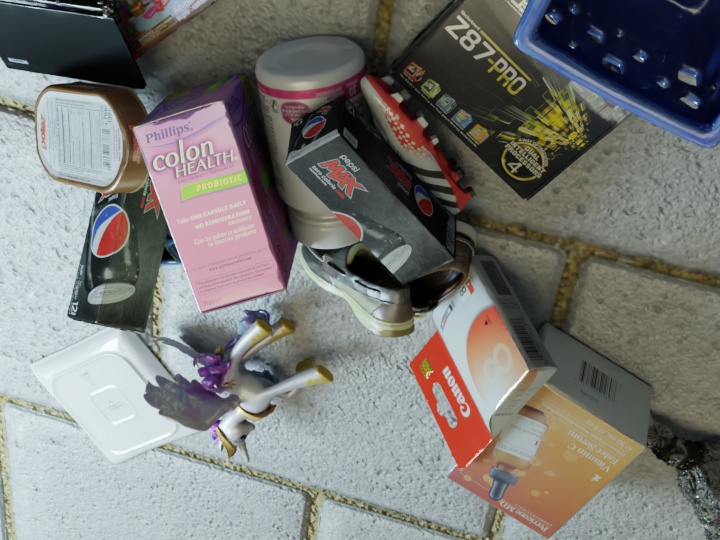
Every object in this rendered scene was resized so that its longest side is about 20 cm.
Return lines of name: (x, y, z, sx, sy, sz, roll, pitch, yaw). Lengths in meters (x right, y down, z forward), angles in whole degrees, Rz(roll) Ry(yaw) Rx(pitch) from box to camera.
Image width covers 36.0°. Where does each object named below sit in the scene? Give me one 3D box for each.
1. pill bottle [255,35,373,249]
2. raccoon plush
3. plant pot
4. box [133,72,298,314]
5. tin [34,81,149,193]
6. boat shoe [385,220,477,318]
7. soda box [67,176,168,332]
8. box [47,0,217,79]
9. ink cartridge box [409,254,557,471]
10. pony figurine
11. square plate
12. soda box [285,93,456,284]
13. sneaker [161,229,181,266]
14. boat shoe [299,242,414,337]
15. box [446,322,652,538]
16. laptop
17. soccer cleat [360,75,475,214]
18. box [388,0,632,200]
pill bottle: (-0.040, -0.132, 1.161, 0.113, 0.114, 0.201, 3, 125, 17)
raccoon plush: (0.401, 0.256, 1.317, 0.200, 0.097, 0.134, 42, 147, 25)
plant pot: (0.266, -0.257, 0.928, 0.199, 0.180, 0.201, 28, 128, 0)
box: (-0.143, -0.086, 1.158, 0.096, 0.176, 0.201, -16, 107, 7)
tin: (-0.292, -0.145, 1.191, 0.199, 0.042, 0.113, 14, 105, 45)
boat shoe: (0.064, 0.017, 1.235, 0.071, 0.060, 0.200, 21, 145, -19)
soda box: (-0.265, -0.036, 1.248, 0.063, 0.202, 0.071, 6, 172, 43)
box: (-0.238, -0.306, 1.156, 0.199, 0.039, 0.137, -26, 111, 32)
ink cartridge box: (0.118, 0.106, 1.250, 0.050, 0.163, 0.200, 4, 136, -37)
pony figurine: (-0.162, 0.138, 1.383, 0.193, 0.167, 0.200, 39, 112, -19)
square plate: (-0.338, 0.180, 1.532, 0.199, 0.029, 0.199, -24, 113, 30)
soda box: (0.014, -0.076, 1.094, 0.070, 0.064, 0.200, -26, 129, 27)
sneaker: (-0.177, -0.041, 1.294, 0.199, 0.079, 0.066, -13, 116, 25)
boat shoe: (-0.001, 0.000, 1.220, 0.071, 0.201, 0.066, -5, 120, -32)
box: (0.220, 0.190, 1.297, 0.152, 0.107, 0.200, 31, 127, -3)
laptop: (-0.312, -0.302, 1.154, 0.176, 0.103, 0.202, 10, 100, 13)
soccer cleat: (0.043, -0.116, 1.138, 0.085, 0.069, 0.200, -34, 133, 9)
box: (0.152, -0.188, 1.096, 0.200, 0.049, 0.161, 43, 124, -10)
